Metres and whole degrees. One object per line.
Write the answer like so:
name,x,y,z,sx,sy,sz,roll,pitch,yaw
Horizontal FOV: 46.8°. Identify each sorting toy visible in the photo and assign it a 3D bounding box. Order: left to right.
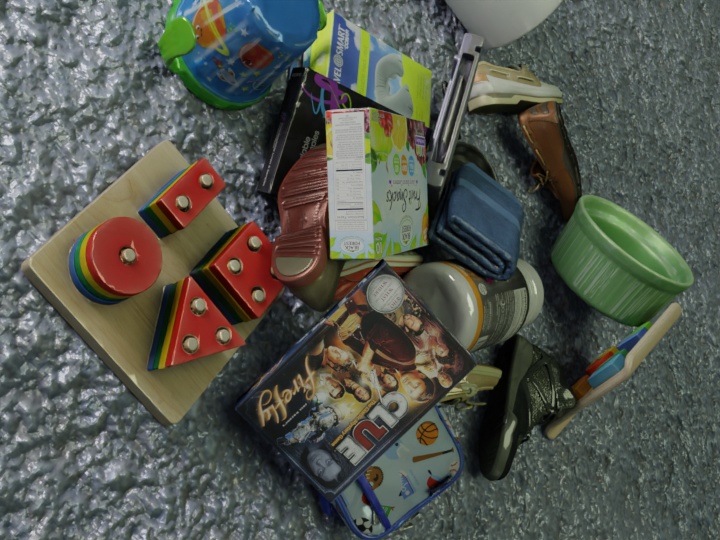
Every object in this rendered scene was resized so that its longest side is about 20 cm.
sorting toy,-0.171,0.003,0.788,0.201,0.069,0.199,53,49,-19
sorting toy,0.348,0.136,1.165,0.036,0.201,0.185,45,46,13

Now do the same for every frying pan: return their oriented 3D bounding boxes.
frying pan,0.127,-0.150,1.131,0.115,0.031,0.191,-42,105,-40

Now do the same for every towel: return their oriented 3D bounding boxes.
towel,0.148,-0.061,1.021,0.111,0.049,0.200,36,27,-5

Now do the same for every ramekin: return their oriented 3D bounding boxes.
ramekin,0.377,-0.011,1.226,0.198,0.098,0.201,26,28,-15

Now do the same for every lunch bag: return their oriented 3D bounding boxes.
lunch bag,0.010,0.178,0.881,0.159,0.075,0.201,-31,99,-16

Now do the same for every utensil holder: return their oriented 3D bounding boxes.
utensil holder,0.175,-0.438,1.164,0.200,0.169,0.171,47,52,-27

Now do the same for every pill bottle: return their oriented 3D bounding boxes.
pill bottle,0.140,0.039,1.029,0.199,0.116,0.118,-10,85,-51

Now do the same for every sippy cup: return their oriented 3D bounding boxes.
sippy cup,-0.114,-0.254,0.868,0.139,0.130,0.179,41,54,-28

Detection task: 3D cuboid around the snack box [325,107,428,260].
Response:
snack box,0.023,-0.090,0.872,0.200,0.052,0.144,-18,108,-69

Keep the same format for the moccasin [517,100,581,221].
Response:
moccasin,0.285,-0.156,1.251,0.074,0.077,0.202,-81,149,-43

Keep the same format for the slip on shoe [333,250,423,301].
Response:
slip on shoe,0.000,0.000,0.959,0.199,0.074,0.062,-14,123,-50

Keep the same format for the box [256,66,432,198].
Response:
box,-0.014,-0.129,0.962,0.199,0.036,0.145,18,88,-39

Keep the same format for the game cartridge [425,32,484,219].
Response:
game cartridge,0.109,-0.176,1.043,0.038,0.130,0.202,17,76,1

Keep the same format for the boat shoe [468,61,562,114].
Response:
boat shoe,0.231,-0.271,1.231,0.199,0.074,0.069,-8,87,-45

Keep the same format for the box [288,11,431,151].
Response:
box,0.004,-0.228,1.028,0.199,0.047,0.123,19,67,-39

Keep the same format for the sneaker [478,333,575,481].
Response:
sneaker,0.220,0.190,1.081,0.113,0.076,0.201,27,54,-8

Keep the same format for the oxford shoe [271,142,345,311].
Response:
oxford shoe,-0.044,-0.048,0.863,0.075,0.070,0.202,59,34,-44

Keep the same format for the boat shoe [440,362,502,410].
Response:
boat shoe,0.085,0.139,0.994,0.198,0.073,0.064,2,86,-30

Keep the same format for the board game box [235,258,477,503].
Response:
board game box,-0.004,0.108,0.807,0.200,0.035,0.136,-44,99,4
